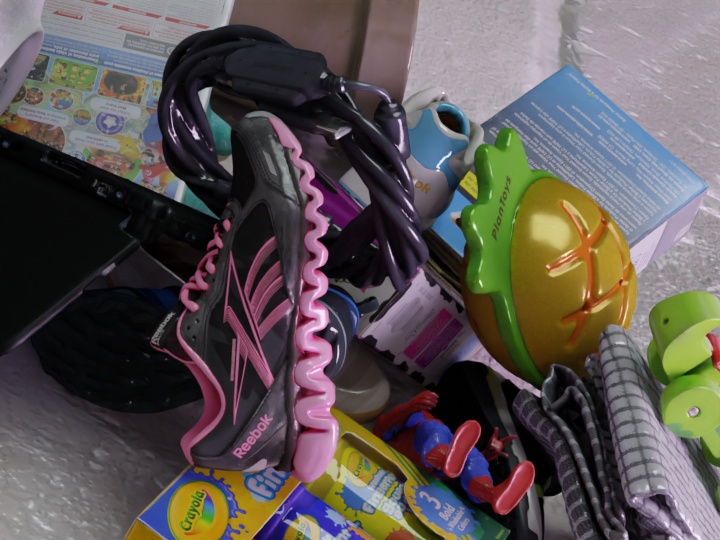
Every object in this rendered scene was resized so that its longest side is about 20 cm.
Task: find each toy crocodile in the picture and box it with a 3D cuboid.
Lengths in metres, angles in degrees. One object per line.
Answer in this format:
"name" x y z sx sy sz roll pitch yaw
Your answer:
"toy crocodile" 0.227 0.092 1.298 0.200 0.062 0.068 55 17 -29

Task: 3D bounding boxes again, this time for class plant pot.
"plant pot" -0.058 -0.195 1.601 0.173 0.201 0.200 5 35 -10

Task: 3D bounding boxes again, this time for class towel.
"towel" 0.177 0.159 1.301 0.200 0.085 0.166 52 17 -35

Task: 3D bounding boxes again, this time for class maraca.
"maraca" 0.111 -0.003 1.338 0.200 0.107 0.138 49 44 -48

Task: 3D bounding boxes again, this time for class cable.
"cable" -0.039 -0.063 1.218 0.200 0.163 0.051 12 48 42

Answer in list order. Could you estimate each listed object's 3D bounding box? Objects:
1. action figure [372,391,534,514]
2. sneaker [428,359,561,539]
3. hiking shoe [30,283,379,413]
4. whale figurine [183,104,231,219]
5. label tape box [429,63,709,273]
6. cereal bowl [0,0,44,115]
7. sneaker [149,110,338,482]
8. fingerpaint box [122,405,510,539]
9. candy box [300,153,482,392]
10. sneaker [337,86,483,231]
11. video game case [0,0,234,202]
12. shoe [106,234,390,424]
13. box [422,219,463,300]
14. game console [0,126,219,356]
"action figure" 0.051 0.105 1.286 0.065 0.052 0.200 32 -7 -13
"sneaker" 0.103 0.128 1.353 0.083 0.072 0.200 21 31 -22
"hiking shoe" -0.094 0.041 1.247 0.199 0.075 0.087 2 13 17
"whale figurine" -0.144 -0.105 1.438 0.159 0.104 0.200 6 39 -38
"label tape box" 0.129 -0.042 1.512 0.200 0.063 0.144 -35 68 -32
"cereal bowl" -0.251 -0.131 1.284 0.083 0.200 0.200 33 29 0
"sneaker" -0.066 0.016 1.133 0.095 0.201 0.079 -4 -1 -11
"fingerpaint box" -0.028 0.162 1.174 0.167 0.073 0.200 35 29 7
"candy box" 0.000 0.000 1.372 0.136 0.061 0.200 44 2 22
"sneaker" 0.043 -0.076 1.376 0.076 0.081 0.200 42 13 -5
"video game case" -0.169 -0.128 1.391 0.143 0.018 0.201 13 67 -2
"shoe" -0.068 0.034 1.338 0.200 0.053 0.070 28 46 -2
"box" 0.105 0.006 1.531 0.163 0.021 0.200 45 15 23
"game console" -0.168 -0.004 1.224 0.176 0.117 0.200 23 1 -41
